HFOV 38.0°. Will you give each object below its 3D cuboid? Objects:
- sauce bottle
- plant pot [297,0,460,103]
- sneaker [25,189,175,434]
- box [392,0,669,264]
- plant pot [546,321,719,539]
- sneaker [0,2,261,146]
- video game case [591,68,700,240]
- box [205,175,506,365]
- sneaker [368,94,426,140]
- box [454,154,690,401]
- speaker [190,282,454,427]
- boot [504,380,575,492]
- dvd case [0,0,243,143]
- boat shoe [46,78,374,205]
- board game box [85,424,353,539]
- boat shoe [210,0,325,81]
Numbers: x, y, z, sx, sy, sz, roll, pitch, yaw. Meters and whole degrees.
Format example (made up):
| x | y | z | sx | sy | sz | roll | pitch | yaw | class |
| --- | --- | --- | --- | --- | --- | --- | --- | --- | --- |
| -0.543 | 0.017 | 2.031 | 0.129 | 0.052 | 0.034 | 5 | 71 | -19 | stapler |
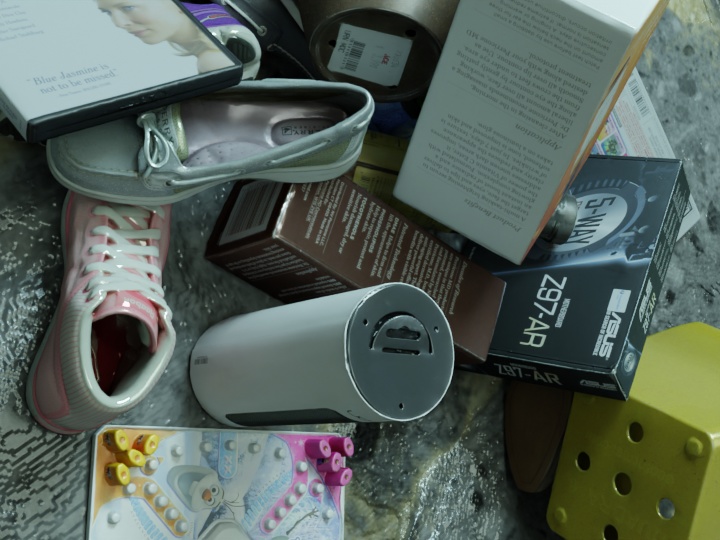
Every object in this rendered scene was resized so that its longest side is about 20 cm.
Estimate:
| x | y | z | sx | sy | sz | roll | pitch | yaw | class |
| --- | --- | --- | --- | --- | --- | --- | --- | --- | --- |
| 0.069 | -0.059 | 0.808 | 0.199 | 0.066 | 0.066 | 15 | 73 | -10 | sauce bottle |
| 0.023 | -0.226 | 0.743 | 0.186 | 0.187 | 0.201 | 29 | 55 | -30 | plant pot |
| -0.147 | 0.002 | 0.655 | 0.075 | 0.104 | 0.201 | 21 | 69 | -30 | sneaker |
| 0.122 | -0.135 | 0.709 | 0.106 | 0.201 | 0.152 | 29 | 47 | 10 | box |
| 0.268 | 0.163 | 0.839 | 0.176 | 0.200 | 0.201 | 3 | 104 | -36 | plant pot |
| -0.168 | -0.139 | 0.694 | 0.199 | 0.081 | 0.084 | -11 | 46 | -28 | sneaker |
| 0.241 | -0.095 | 1.008 | 0.182 | 0.024 | 0.201 | -36 | 105 | -35 | video game case |
| 0.000 | 0.000 | 0.766 | 0.200 | 0.100 | 0.075 | 33 | 64 | -28 | box |
| 0.073 | -0.171 | 0.855 | 0.079 | 0.089 | 0.200 | 49 | 56 | -20 | sneaker |
| 0.163 | -0.004 | 0.849 | 0.044 | 0.159 | 0.201 | 53 | 54 | -47 | box |
| -0.031 | 0.058 | 0.669 | 0.081 | 0.200 | 0.082 | 7 | 78 | -35 | speaker |
| 0.203 | 0.094 | 0.917 | 0.146 | 0.070 | 0.201 | 9 | 90 | -42 | boot |
| -0.183 | -0.160 | 0.633 | 0.142 | 0.018 | 0.200 | -24 | 58 | -35 | dvd case |
| -0.092 | -0.087 | 0.649 | 0.201 | 0.065 | 0.075 | -3 | 70 | -14 | boat shoe |
| -0.089 | 0.210 | 0.711 | 0.199 | 0.026 | 0.201 | 8 | 77 | -35 | board game box |
| -0.084 | -0.197 | 0.776 | 0.063 | 0.073 | 0.200 | -38 | 118 | 10 | boat shoe |
